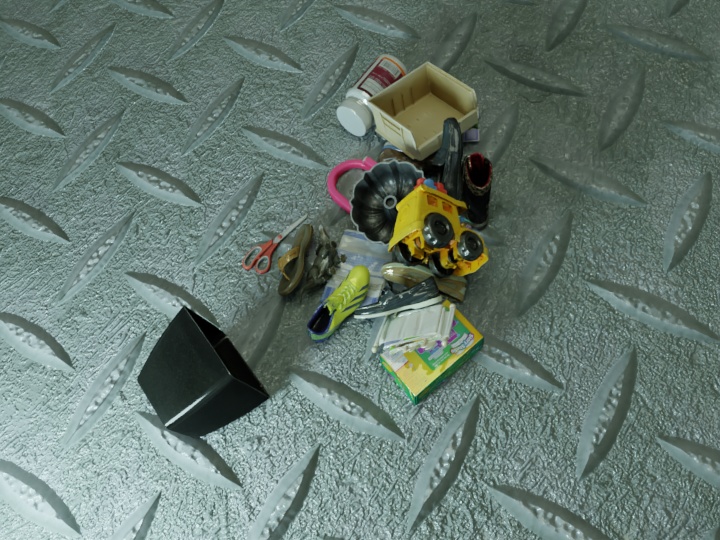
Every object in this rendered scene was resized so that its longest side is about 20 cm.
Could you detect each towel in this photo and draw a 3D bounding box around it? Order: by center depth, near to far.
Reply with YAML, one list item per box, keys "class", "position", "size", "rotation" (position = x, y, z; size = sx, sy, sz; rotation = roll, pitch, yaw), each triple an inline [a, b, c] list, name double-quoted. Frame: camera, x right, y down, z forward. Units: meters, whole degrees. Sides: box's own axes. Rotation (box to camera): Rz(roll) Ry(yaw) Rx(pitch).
- class: "towel"
  position: [0.000, 0.000, 1.614]
  size: [0.144, 0.024, 0.204]
  rotation: [12, 64, 15]

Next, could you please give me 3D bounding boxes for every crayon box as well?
- class: "crayon box"
  position: [0.153, 0.172, 1.479]
  size: [0.199, 0.059, 0.119]
  rotation: [-37, 64, -13]

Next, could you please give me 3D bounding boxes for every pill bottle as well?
- class: "pill bottle"
  position: [0.032, -0.453, 1.806]
  size: [0.113, 0.115, 0.201]
  rotation: [30, 69, 21]

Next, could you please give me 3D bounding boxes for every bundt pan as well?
- class: "bundt pan"
  position: [0.077, -0.146, 1.606]
  size: [0.197, 0.076, 0.207]
  rotation: [-5, 74, 17]

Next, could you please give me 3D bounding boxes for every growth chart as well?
- class: "growth chart"
  position: [0.111, 0.124, 1.457]
  size: [0.197, 0.018, 0.146]
  rotation: [-12, 33, 35]

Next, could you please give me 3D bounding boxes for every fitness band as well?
- class: "fitness band"
  position: [0.008, -0.202, 1.716]
  size: [0.199, 0.038, 0.143]
  rotation: [39, 73, 25]

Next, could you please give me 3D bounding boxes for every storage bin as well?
- class: "storage bin"
  position: [0.154, -0.389, 1.703]
  size: [0.198, 0.095, 0.198]
  rotation: [-34, 49, -14]

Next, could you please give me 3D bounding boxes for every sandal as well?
- class: "sandal"
  position: [-0.161, -0.030, 1.614]
  size: [0.053, 0.080, 0.204]
  rotation: [31, 55, -26]

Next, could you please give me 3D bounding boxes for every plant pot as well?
- class: "plant pot"
  position: [-0.338, 0.230, 1.442]
  size: [0.177, 0.200, 0.200]
  rotation: [-41, 64, -4]

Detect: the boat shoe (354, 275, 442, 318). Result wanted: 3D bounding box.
- class: "boat shoe"
  position: [0.076, 0.056, 1.507]
  size: [0.195, 0.074, 0.068]
  rotation: [-13, 92, 12]

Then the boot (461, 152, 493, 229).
- class: "boot"
  position: [0.270, -0.220, 1.626]
  size: [0.071, 0.152, 0.204]
  rotation: [0, 60, 7]

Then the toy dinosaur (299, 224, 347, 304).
- class: "toy dinosaur"
  position: [-0.088, -0.005, 1.600]
  size: [0.076, 0.102, 0.204]
  rotation: [21, 75, -16]

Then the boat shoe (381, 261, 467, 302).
- class: "boat shoe"
  position: [0.139, 0.030, 1.552]
  size: [0.195, 0.072, 0.078]
  rotation: [8, 76, 7]

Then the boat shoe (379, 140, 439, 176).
- class: "boat shoe"
  position: [0.137, -0.258, 1.717]
  size: [0.196, 0.073, 0.073]
  rotation: [16, 68, 27]

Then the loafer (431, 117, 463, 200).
- class: "loafer"
  position: [0.198, -0.252, 1.610]
  size: [0.069, 0.068, 0.206]
  rotation: [0, 90, -8]

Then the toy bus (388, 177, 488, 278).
- class: "toy bus"
  position: [0.169, -0.102, 1.484]
  size: [0.196, 0.135, 0.196]
  rotation: [20, 59, -23]

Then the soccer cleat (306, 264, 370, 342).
- class: "soccer cleat"
  position: [-0.046, 0.071, 1.527]
  size: [0.064, 0.084, 0.201]
  rotation: [35, 83, 20]

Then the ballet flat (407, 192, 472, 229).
- class: "ballet flat"
  position: [0.169, -0.122, 1.642]
  size: [0.198, 0.069, 0.072]
  rotation: [31, 87, 26]

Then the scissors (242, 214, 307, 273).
- class: "scissors"
  position: [-0.209, -0.075, 1.686]
  size: [0.072, 0.014, 0.202]
  rotation: [26, 69, 22]

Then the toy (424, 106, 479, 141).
- class: "toy"
  position: [0.206, -0.383, 1.784]
  size: [0.195, 0.048, 0.118]
  rotation: [0, 59, 7]
